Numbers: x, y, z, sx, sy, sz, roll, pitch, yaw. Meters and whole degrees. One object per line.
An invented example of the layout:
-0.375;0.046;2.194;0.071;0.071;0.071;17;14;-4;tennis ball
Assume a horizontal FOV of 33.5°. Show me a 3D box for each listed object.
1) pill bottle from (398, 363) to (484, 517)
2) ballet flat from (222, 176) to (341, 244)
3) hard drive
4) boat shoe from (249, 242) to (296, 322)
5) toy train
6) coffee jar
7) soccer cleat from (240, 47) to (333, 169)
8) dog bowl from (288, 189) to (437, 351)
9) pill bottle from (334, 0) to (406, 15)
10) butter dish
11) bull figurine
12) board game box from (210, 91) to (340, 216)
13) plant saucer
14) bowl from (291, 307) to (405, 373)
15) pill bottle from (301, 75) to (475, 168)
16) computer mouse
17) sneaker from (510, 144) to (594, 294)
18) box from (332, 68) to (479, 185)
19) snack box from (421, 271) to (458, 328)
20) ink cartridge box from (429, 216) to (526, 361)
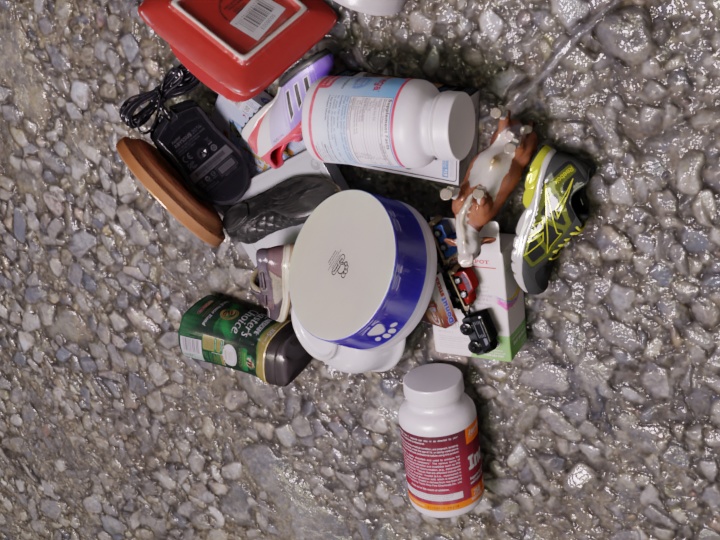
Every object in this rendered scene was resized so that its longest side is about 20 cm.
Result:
0.114;0.241;1.710;0.112;0.113;0.201;5;117;29;pill bottle
-0.104;-0.084;1.644;0.199;0.057;0.067;-14;63;33;ballet flat
-0.099;-0.084;1.680;0.199;0.027;0.132;-23;102;36;hard drive
-0.123;0.014;1.682;0.064;0.072;0.200;9;158;-4;boat shoe
0.130;0.017;1.551;0.046;0.034;0.201;-17;103;34;toy train
-0.172;0.107;1.824;0.199;0.104;0.086;15;123;24;coffee jar
-0.084;-0.214;1.575;0.073;0.068;0.200;53;133;6;soccer cleat
0.000;0.000;1.539;0.199;0.079;0.202;-15;69;43;dog bowl
0.027;-0.420;1.430;0.114;0.114;0.201;30;125;15;pill bottle
-0.165;-0.304;1.585;0.199;0.200;0.148;38;150;11;butter dish
0.154;-0.105;1.468;0.065;0.121;0.201;26;86;19;bull figurine
-0.140;-0.145;1.716;0.200;0.041;0.200;37;127;10;board game box
-0.260;-0.115;1.672;0.032;0.200;0.200;-44;87;4;plant saucer
-0.034;0.066;1.689;0.201;0.090;0.202;30;132;39;bowl
0.035;-0.182;1.472;0.199;0.109;0.109;7;117;28;pill bottle
-0.229;-0.180;1.672;0.201;0.138;0.053;55;172;-7;computer mouse
0.244;-0.054;1.506;0.084;0.074;0.201;16;121;23;sneaker
0.052;-0.189;1.565;0.199;0.060;0.117;14;120;25;box
0.069;0.028;1.617;0.200;0.024;0.072;15;128;67;snack box
0.154;0.013;1.599;0.116;0.067;0.201;6;117;29;ink cartridge box
